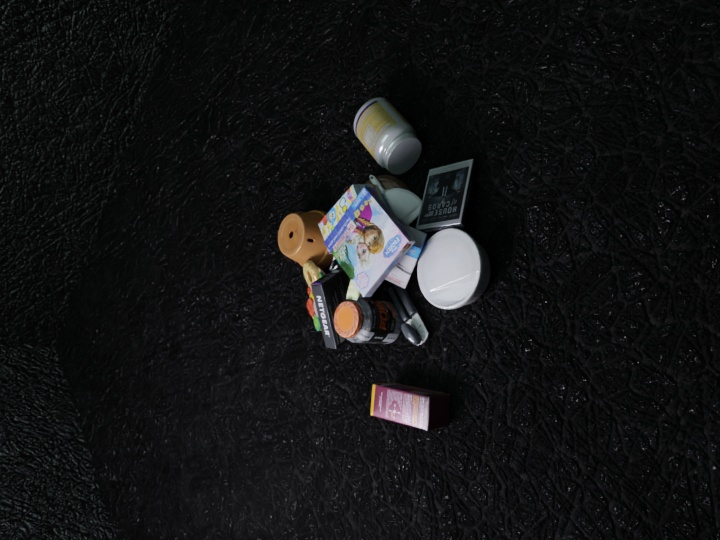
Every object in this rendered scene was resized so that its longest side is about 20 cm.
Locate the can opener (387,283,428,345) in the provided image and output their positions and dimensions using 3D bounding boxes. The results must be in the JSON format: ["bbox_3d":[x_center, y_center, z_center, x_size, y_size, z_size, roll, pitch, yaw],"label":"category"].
[{"bbox_3d":[0.129,0.120,1.532,0.053,0.066,0.204,-44,58,27],"label":"can opener"}]

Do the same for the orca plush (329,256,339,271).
[{"bbox_3d":[-0.058,0.004,1.721,0.069,0.105,0.207,19,95,10],"label":"orca plush"}]

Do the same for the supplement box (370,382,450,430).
[{"bbox_3d":[0.135,0.365,1.462,0.196,0.108,0.089,2,85,42],"label":"supplement box"}]

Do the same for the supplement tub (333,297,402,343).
[{"bbox_3d":[0.022,0.145,1.537,0.120,0.197,0.128,-7,80,40],"label":"supplement tub"}]

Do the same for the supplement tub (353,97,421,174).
[{"bbox_3d":[0.081,-0.399,1.601,0.146,0.143,0.202,-50,54,24],"label":"supplement tub"}]

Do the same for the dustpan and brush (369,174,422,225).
[{"bbox_3d":[0.084,-0.208,1.569,0.139,0.057,0.202,-41,79,9],"label":"dustpan and brush"}]

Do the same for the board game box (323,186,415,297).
[{"bbox_3d":[0.019,-0.075,1.414,0.201,0.041,0.201,51,117,23],"label":"board game box"}]

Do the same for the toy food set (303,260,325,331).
[{"bbox_3d":[-0.138,0.084,1.745,0.199,0.047,0.206,51,142,47],"label":"toy food set"}]

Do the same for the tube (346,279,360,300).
[{"bbox_3d":[0.008,-0.015,1.494,0.050,0.058,0.206,16,79,17],"label":"tube"}]

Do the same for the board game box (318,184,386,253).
[{"bbox_3d":[-0.021,-0.148,1.557,0.199,0.101,0.108,-42,65,44],"label":"board game box"}]

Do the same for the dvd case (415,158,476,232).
[{"bbox_3d":[0.233,-0.201,1.467,0.147,0.025,0.206,-7,58,41],"label":"dvd case"}]

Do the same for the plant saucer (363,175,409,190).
[{"bbox_3d":[0.062,-0.189,1.615,0.193,0.034,0.208,-3,82,19],"label":"plant saucer"}]

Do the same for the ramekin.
[{"bbox_3d":[0.252,0.000,1.419,0.198,0.093,0.211,-8,78,41],"label":"ramekin"}]

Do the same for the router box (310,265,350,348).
[{"bbox_3d":[-0.064,0.106,1.607,0.050,0.148,0.207,2,112,40],"label":"router box"}]

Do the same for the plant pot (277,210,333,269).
[{"bbox_3d":[-0.186,-0.110,1.807,0.196,0.138,0.208,-8,78,42],"label":"plant pot"}]

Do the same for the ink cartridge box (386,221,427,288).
[{"bbox_3d":[0.099,-0.031,1.497,0.113,0.069,0.203,23,136,6],"label":"ink cartridge box"}]

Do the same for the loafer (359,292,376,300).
[{"bbox_3d":[0.015,0.036,1.591,0.069,0.068,0.206,12,131,41],"label":"loafer"}]
